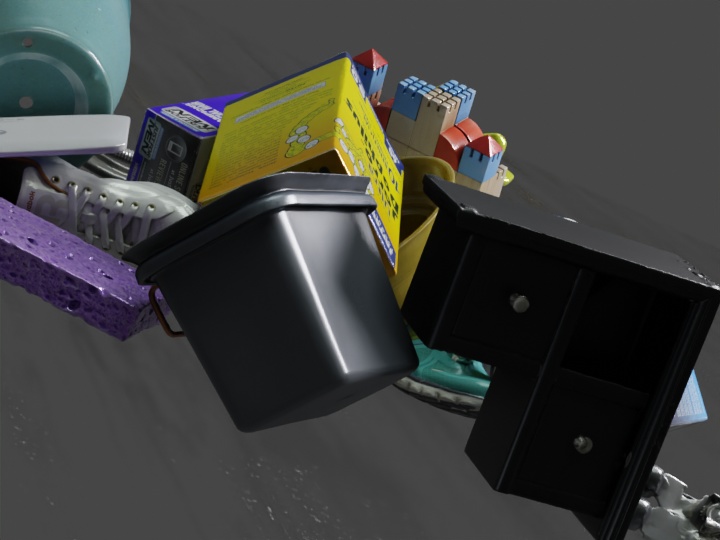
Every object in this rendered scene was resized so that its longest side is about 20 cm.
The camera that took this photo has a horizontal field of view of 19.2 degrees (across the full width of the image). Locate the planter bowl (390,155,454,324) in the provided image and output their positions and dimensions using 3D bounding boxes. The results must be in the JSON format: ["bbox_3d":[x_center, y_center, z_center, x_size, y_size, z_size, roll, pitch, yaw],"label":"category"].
[{"bbox_3d":[0.000,0.000,1.652,0.084,0.200,0.200,61,-4,-22],"label":"planter bowl"}]

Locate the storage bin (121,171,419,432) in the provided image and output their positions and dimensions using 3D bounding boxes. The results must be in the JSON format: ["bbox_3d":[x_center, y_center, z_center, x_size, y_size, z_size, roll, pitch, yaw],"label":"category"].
[{"bbox_3d":[-0.052,0.028,1.373,0.135,0.145,0.200,65,18,9],"label":"storage bin"}]

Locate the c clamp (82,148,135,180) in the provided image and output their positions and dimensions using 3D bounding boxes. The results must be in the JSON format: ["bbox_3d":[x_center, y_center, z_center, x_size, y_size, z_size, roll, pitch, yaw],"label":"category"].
[{"bbox_3d":[-0.200,-0.096,1.938,0.199,0.027,0.171,23,10,-16],"label":"c clamp"}]

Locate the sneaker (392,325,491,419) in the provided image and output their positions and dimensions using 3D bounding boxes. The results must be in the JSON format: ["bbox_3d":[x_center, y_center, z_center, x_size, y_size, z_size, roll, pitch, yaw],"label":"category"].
[{"bbox_3d":[0.060,0.058,1.651,0.077,0.080,0.200,21,12,-29],"label":"sneaker"}]

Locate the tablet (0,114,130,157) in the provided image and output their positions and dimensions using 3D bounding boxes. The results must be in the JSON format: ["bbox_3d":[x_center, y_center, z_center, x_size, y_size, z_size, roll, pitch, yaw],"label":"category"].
[{"bbox_3d":[-0.267,-0.097,1.539,0.199,0.014,0.130,-3,13,-4],"label":"tablet"}]

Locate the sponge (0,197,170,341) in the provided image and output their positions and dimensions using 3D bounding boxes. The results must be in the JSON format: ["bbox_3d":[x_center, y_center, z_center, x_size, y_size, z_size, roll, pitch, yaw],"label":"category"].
[{"bbox_3d":[-0.225,-0.014,1.426,0.200,0.030,0.112,27,9,4],"label":"sponge"}]

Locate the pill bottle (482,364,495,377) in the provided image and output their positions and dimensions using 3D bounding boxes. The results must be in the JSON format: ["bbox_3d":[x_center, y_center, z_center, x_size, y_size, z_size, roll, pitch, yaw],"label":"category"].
[{"bbox_3d":[0.147,0.068,1.720,0.115,0.116,0.200,22,11,-24],"label":"pill bottle"}]

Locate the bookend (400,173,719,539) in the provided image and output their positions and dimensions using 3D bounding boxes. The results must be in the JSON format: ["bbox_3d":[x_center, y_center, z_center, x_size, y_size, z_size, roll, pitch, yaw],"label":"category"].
[{"bbox_3d":[0.110,0.063,1.443,0.199,0.199,0.092,18,11,-18],"label":"bookend"}]

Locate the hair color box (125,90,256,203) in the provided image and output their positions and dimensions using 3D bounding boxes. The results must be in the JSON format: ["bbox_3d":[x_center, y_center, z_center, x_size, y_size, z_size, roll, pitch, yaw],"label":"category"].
[{"bbox_3d":[-0.106,-0.083,1.739,0.065,0.110,0.200,29,24,24],"label":"hair color box"}]

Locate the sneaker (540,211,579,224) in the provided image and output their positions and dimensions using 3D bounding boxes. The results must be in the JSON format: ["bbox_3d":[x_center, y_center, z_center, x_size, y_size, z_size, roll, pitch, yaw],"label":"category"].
[{"bbox_3d":[0.101,-0.029,1.724,0.199,0.076,0.077,1,32,35],"label":"sneaker"}]

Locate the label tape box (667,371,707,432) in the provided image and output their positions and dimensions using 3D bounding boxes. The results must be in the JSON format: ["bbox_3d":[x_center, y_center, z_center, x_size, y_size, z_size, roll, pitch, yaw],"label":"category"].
[{"bbox_3d":[0.227,0.072,1.833,0.200,0.066,0.144,2,71,-65],"label":"label tape box"}]

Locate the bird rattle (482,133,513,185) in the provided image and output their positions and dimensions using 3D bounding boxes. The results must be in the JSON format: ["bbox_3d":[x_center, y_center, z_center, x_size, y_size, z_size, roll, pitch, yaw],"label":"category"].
[{"bbox_3d":[0.053,-0.048,2.032,0.113,0.200,0.164,-9,72,-53],"label":"bird rattle"}]

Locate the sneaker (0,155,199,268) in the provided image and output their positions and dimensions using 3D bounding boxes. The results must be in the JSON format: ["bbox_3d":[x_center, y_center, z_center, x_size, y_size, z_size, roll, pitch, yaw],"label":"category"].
[{"bbox_3d":[-0.198,-0.035,1.520,0.199,0.073,0.085,19,13,17],"label":"sneaker"}]

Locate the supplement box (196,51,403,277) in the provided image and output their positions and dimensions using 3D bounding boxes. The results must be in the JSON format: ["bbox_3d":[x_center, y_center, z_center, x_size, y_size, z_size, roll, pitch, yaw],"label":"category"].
[{"bbox_3d":[-0.039,-0.064,1.574,0.200,0.109,0.109,-84,150,-64],"label":"supplement box"}]

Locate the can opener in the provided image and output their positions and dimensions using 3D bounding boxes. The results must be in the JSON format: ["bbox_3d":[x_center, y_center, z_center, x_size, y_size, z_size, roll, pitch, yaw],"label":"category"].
[{"bbox_3d":[0.194,0.167,1.565,0.200,0.053,0.067,27,-23,4],"label":"can opener"}]

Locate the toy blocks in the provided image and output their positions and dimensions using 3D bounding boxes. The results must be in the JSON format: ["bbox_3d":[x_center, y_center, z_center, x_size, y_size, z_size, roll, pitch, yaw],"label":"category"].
[{"bbox_3d":[0.052,-0.108,1.850,0.200,0.137,0.100,28,31,21],"label":"toy blocks"}]

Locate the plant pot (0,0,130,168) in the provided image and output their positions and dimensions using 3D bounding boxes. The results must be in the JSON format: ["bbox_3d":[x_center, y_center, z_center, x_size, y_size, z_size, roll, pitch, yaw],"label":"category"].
[{"bbox_3d":[-0.271,-0.166,1.685,0.200,0.200,0.188,22,24,-24],"label":"plant pot"}]
